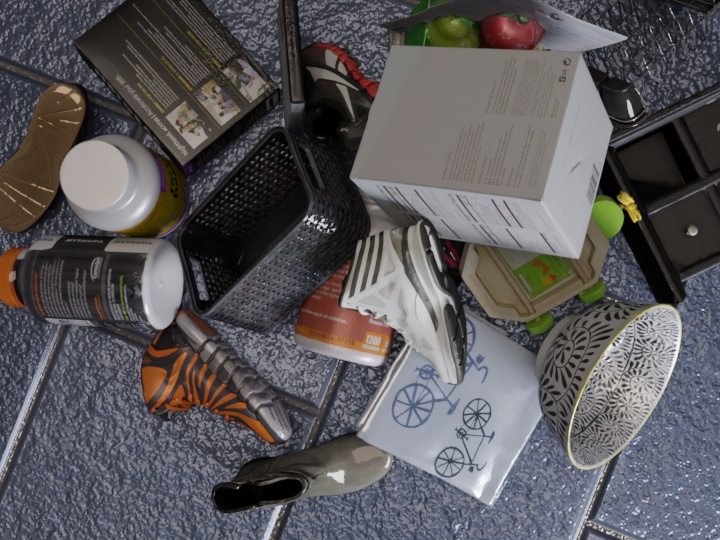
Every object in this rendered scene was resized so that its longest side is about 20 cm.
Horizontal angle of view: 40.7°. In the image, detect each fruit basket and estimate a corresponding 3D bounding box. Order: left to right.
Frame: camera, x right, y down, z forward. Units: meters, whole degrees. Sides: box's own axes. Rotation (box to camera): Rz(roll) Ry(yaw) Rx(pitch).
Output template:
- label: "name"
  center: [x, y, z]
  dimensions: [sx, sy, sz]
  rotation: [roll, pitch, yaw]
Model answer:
- label: "fruit basket"
  center: [0.146, -0.258, 1.026]
  dimensions: [0.185, 0.200, 0.094]
  rotation: [10, 80, -30]

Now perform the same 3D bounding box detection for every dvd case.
- label: "dvd case"
  center: [-0.078, -0.233, 1.073]
  dimensions: [0.017, 0.200, 0.143]
  rotation: [-5, 87, -6]

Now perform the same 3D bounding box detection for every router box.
- label: "router box"
  center: [-0.214, -0.235, 1.143]
  dimensions: [0.149, 0.051, 0.200]
  rotation: [-41, 85, -10]

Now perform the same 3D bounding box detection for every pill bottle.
- label: "pill bottle"
  center: [-0.316, 0.012, 1.120]
  dimensions: [0.199, 0.106, 0.107]
  rotation: [3, 88, 14]
- label: "pill bottle"
  center: [-0.262, -0.092, 1.080]
  dimensions: [0.104, 0.200, 0.105]
  rotation: [0, 88, 4]
- label: "pill bottle"
  center: [0.000, 0.000, 1.101]
  dimensions: [0.112, 0.112, 0.200]
  rotation: [14, 89, 5]

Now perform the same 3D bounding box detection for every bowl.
- label: "bowl"
  center: [0.254, 0.107, 1.064]
  dimensions: [0.094, 0.201, 0.201]
  rotation: [31, 90, 37]

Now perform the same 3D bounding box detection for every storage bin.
- label: "storage bin"
  center: [-0.099, -0.041, 1.064]
  dimensions: [0.200, 0.094, 0.135]
  rotation: [-41, 50, 25]

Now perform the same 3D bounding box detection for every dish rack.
- label: "dish rack"
  center: [0.309, -0.264, 1.086]
  dimensions: [0.200, 0.055, 0.153]
  rotation: [-44, 46, -6]

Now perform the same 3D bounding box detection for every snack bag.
- label: "snack bag"
  center: [0.120, 0.148, 1.106]
  dimensions: [0.200, 0.021, 0.189]
  rotation: [30, 89, -17]

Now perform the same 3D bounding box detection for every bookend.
- label: "bookend"
  center: [0.388, -0.093, 1.086]
  dimensions: [0.198, 0.092, 0.200]
  rotation: [-25, 87, 3]

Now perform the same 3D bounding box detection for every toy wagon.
- label: "toy wagon"
  center: [0.211, -0.025, 1.067]
  dimensions: [0.200, 0.040, 0.155]
  rotation: [-32, 114, 12]

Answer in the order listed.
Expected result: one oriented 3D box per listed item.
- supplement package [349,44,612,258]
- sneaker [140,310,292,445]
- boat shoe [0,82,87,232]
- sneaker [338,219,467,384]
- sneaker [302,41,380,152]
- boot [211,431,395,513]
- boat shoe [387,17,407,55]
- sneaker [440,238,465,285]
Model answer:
- label: "supplement package"
  center: [0.125, -0.119, 0.972]
  dimensions: [0.200, 0.151, 0.152]
  rotation: [10, 75, 29]
- label: "sneaker"
  center: [-0.175, 0.151, 1.134]
  dimensions: [0.112, 0.078, 0.200]
  rotation: [-47, 75, 5]
- label: "boat shoe"
  center: [-0.376, -0.135, 1.159]
  dimensions: [0.072, 0.065, 0.200]
  rotation: [29, 109, -4]
- label: "sneaker"
  center: [0.044, 0.041, 1.034]
  dimensions: [0.115, 0.076, 0.201]
  rotation: [-9, 121, 18]
- label: "sneaker"
  center: [-0.033, -0.193, 1.088]
  dimensions: [0.098, 0.071, 0.200]
  rotation: [-26, 47, -18]
- label: "boot"
  center: [-0.059, 0.235, 1.086]
  dimensions: [0.200, 0.131, 0.068]
  rotation: [-14, 87, 4]
- label: "boat shoe"
  center: [0.070, -0.196, 1.124]
  dimensions: [0.072, 0.076, 0.201]
  rotation: [-2, 89, 2]
- label: "sneaker"
  center: [0.104, -0.015, 1.113]
  dimensions: [0.084, 0.077, 0.200]
  rotation: [15, 96, -4]
